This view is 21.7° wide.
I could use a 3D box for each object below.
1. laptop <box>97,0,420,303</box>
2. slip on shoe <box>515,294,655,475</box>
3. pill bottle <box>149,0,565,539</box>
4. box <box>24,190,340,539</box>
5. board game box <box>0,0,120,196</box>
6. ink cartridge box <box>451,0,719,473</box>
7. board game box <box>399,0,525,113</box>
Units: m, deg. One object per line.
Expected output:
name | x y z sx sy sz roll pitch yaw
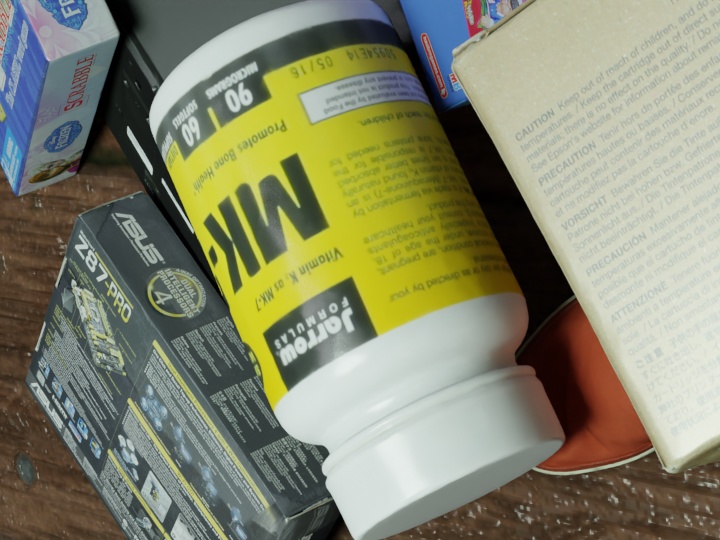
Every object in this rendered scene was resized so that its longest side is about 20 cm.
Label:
laptop | -0.066 -0.110 0.927 0.178 0.103 0.200 58 162 16
slip on shoe | 0.115 0.033 0.743 0.200 0.061 0.074 -32 82 49
pill bottle | 0.000 0.000 0.771 0.114 0.114 0.201 -41 69 46
box | -0.097 0.085 0.986 0.200 0.049 0.162 52 145 22
board game box | -0.194 -0.163 0.970 0.201 0.041 0.200 64 160 9
ink cartridge box | 0.152 -0.053 0.609 0.200 0.075 0.166 -35 72 30
board game box | 0.055 -0.179 0.743 0.134 0.045 0.201 -19 89 49
